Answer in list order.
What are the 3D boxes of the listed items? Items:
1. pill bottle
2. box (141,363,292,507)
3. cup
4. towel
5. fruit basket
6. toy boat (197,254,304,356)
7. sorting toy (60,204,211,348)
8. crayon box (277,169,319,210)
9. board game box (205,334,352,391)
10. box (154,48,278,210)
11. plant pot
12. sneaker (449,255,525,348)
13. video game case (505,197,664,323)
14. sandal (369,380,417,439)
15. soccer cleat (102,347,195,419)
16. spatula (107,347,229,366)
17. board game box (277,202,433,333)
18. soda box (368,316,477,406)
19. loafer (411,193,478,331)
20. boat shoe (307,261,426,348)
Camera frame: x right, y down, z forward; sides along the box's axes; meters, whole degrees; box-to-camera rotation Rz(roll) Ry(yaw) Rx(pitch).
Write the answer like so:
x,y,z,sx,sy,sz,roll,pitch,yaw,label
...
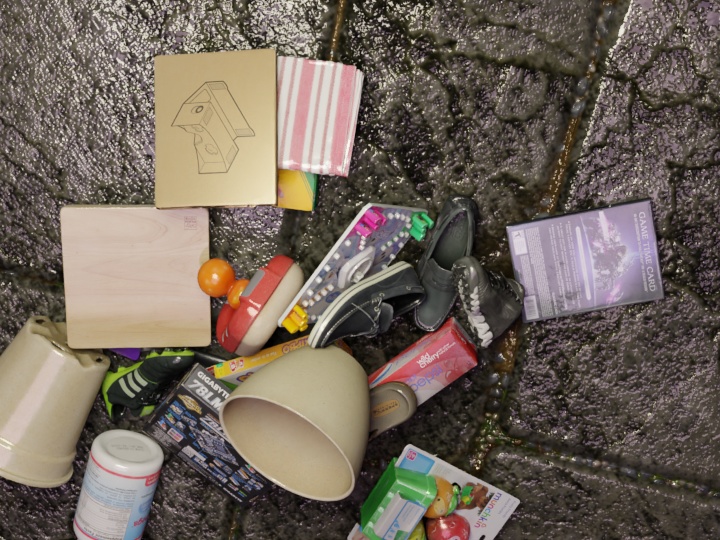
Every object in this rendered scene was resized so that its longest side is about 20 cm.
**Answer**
x,y,z,sx,sy,sz,roll,pitch,yaw,label
-0.371,0.352,1.560,0.108,0.109,0.202,18,109,0,pill bottle
-0.201,0.243,1.488,0.199,0.050,0.199,39,141,-5,box
-0.064,0.181,1.352,0.198,0.144,0.202,20,140,18,cup
-0.102,-0.204,1.347,0.197,0.030,0.148,8,83,6,towel
0.108,0.372,1.528,0.199,0.094,0.186,30,108,-7,fruit basket
-0.162,0.033,1.397,0.130,0.200,0.131,35,71,-3,toy boat
-0.311,0.002,1.453,0.197,0.070,0.201,0,106,-7,sorting toy
-0.152,-0.155,1.405,0.197,0.058,0.120,7,106,4,crayon box
-0.117,0.136,1.480,0.198,0.096,0.030,-16,63,12,board game box
-0.186,-0.180,1.327,0.161,0.021,0.203,-2,84,7,box
-0.460,0.176,1.484,0.199,0.201,0.185,32,97,-5,plant pot
0.176,0.029,1.391,0.090,0.067,0.201,-27,146,-2,sneaker
0.310,-0.012,1.425,0.198,0.019,0.145,-11,106,8,video game case
-0.009,0.222,1.440,0.199,0.055,0.082,-27,102,21,sandal
-0.300,0.163,1.482,0.199,0.067,0.082,-23,74,40,soccer cleat
-0.285,0.116,1.522,0.198,0.021,0.057,13,120,-1,spatula
0.000,0.000,1.369,0.026,0.199,0.201,44,108,19,board game box
0.072,0.153,1.473,0.199,0.070,0.064,-38,98,15,soda box
0.113,-0.006,1.419,0.067,0.070,0.203,16,108,0,loafer
0.012,0.053,1.368,0.062,0.199,0.075,47,141,18,boat shoe
